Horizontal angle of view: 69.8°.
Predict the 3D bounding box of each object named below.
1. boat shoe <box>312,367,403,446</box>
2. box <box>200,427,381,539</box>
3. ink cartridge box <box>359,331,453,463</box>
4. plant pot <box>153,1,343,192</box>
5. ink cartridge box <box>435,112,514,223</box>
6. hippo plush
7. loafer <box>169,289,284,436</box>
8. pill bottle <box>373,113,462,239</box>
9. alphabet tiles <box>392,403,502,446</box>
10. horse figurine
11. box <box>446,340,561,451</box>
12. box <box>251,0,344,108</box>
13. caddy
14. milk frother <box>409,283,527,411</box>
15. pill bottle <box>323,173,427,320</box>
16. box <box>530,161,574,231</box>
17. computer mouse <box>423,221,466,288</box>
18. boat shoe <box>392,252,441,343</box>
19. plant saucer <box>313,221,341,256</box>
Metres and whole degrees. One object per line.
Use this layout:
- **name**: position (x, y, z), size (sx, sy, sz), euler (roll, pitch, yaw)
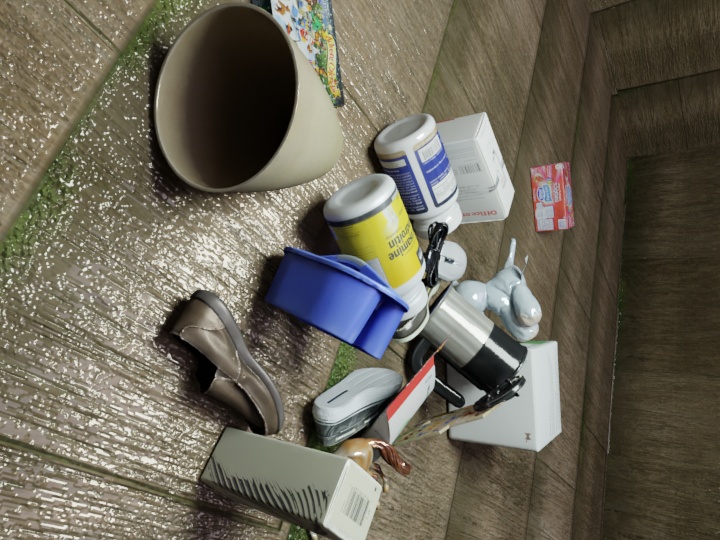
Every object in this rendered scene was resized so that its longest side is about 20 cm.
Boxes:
- **boat shoe**: position (-0.006, 0.208, 0.803), size (0.198, 0.071, 0.073), euler (-11, 113, -49)
- **box**: position (-0.081, 0.238, 0.577), size (0.083, 0.197, 0.069), euler (52, 50, -36)
- **ink cartridge box**: position (0.080, 0.206, 0.823), size (0.050, 0.201, 0.160), euler (42, 41, 10)
- **plant pot**: position (-0.103, -0.172, 0.613), size (0.199, 0.183, 0.192), euler (4, 85, -67)
- **ink cartridge box**: position (0.208, -0.197, 1.039), size (0.201, 0.144, 0.084), euler (55, 48, -37)
- **hippo plush**: position (0.278, 0.072, 1.087), size (0.160, 0.157, 0.203), euler (-103, -178, -58)
- **loafer**: position (-0.158, 0.122, 0.598), size (0.071, 0.072, 0.203), euler (-41, 115, -36)
- **pill bottle**: position (0.110, -0.165, 0.931), size (0.116, 0.114, 0.202), euler (-55, 130, -39)
- **alphabet tiles**: position (0.151, 0.263, 0.901), size (0.166, 0.198, 0.008), euler (-7, 72, -53)
- **horse figurine**: position (-0.023, 0.301, 0.743), size (0.197, 0.050, 0.135), euler (-25, 105, -19)
- **box**: position (0.306, 0.255, 1.103), size (0.170, 0.196, 0.205), euler (0, 87, -53)
- **box**: position (-0.088, -0.339, 0.734), size (0.136, 0.037, 0.205), euler (-17, 102, -52)
- **caddy**: position (-0.030, 0.030, 0.674), size (0.141, 0.198, 0.107), euler (38, 76, -48)
- **milk frother**: position (0.192, 0.140, 0.915), size (0.187, 0.200, 0.181), euler (38, 70, 4)
- **pill bottle**: position (0.031, -0.028, 0.760), size (0.112, 0.110, 0.203), euler (-52, 127, -41)
- **box**: position (0.600, -0.230, 1.611), size (0.095, 0.098, 0.205), euler (-18, 102, -52)
- **computer mouse**: position (0.161, -0.019, 0.936), size (0.199, 0.043, 0.112), euler (9, 91, -65)
- **boat shoe**: position (0.093, 0.045, 0.935), size (0.061, 0.070, 0.202), euler (66, 34, -28)
- **plant saucer**: position (0.000, 0.000, 0.838), size (0.199, 0.036, 0.206), euler (3, 86, -53)
